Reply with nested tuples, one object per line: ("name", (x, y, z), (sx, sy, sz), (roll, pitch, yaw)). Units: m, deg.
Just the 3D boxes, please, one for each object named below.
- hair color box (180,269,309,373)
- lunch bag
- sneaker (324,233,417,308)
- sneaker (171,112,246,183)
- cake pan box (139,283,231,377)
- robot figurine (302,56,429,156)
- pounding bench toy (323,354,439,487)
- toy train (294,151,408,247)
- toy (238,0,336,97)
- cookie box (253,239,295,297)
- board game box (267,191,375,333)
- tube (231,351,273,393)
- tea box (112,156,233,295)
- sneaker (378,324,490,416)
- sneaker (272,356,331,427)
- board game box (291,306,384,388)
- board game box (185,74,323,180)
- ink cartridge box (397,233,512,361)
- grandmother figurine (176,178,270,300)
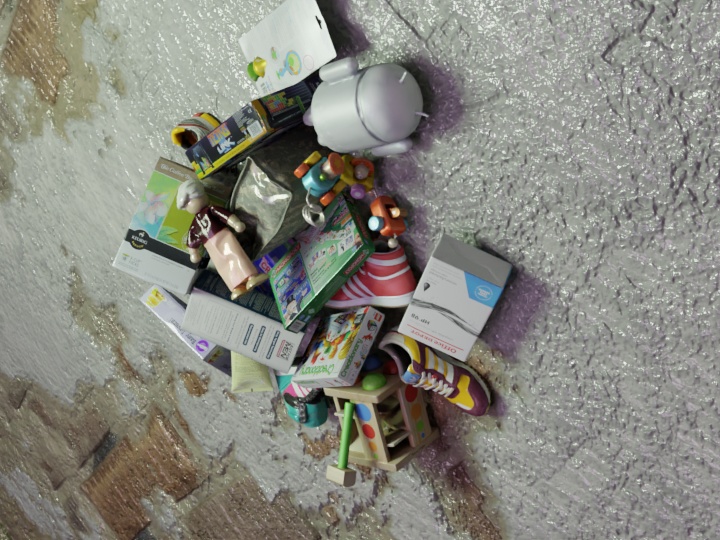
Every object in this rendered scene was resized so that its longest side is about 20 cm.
("hair color box", (-0.193, 0.086, 1.673), (0.200, 0.061, 0.100), (23, 125, -1))
("lunch bag", (-0.126, -0.113, 1.588), (0.118, 0.164, 0.200), (40, 134, 12))
("sneaker", (0.000, 0.000, 1.600), (0.200, 0.071, 0.113), (-3, 114, 35))
("sneaker", (-0.248, -0.194, 1.716), (0.200, 0.082, 0.078), (36, 132, 22))
("cake pan box", (-0.313, 0.118, 1.899), (0.184, 0.052, 0.200), (43, 175, 18))
("robot figurine", (0.009, -0.234, 1.433), (0.200, 0.113, 0.170), (-7, 134, 45))
("pounding bench toy", (0.010, 0.242, 1.628), (0.124, 0.200, 0.156), (3, 114, 42))
("toy train", (-0.004, -0.115, 1.480), (0.056, 0.200, 0.150), (-36, 61, 38))
("toy", (-0.104, -0.345, 1.523), (0.200, 0.047, 0.115), (-22, 90, 47))
("cookie box", (-0.161, 0.038, 1.767), (0.171, 0.075, 0.200), (51, 137, 7))
("board game box", (-0.066, -0.013, 1.582), (0.200, 0.029, 0.135), (-46, 40, 23))
("tube", (-0.204, 0.135, 1.769), (0.058, 0.052, 0.200), (18, 125, 36))
("tea box", (-0.309, -0.073, 1.682), (0.133, 0.200, 0.197), (22, 89, -5))
("sneaker", (0.114, 0.168, 1.572), (0.200, 0.090, 0.075), (42, 134, 18))
("sneaker", (-0.079, 0.222, 1.783), (0.200, 0.084, 0.121), (-5, 104, 52))
("board game box", (-0.040, 0.130, 1.628), (0.035, 0.126, 0.200), (32, 160, -18))
("board game box", (-0.156, -0.225, 1.553), (0.200, 0.165, 0.057), (-25, 97, 47))
("ink cartridge box", (0.134, 0.057, 1.485), (0.116, 0.067, 0.200), (24, 130, 4))
("grandmother figurine", (-0.227, -0.053, 1.555), (0.121, 0.061, 0.200), (-32, 86, 20))
